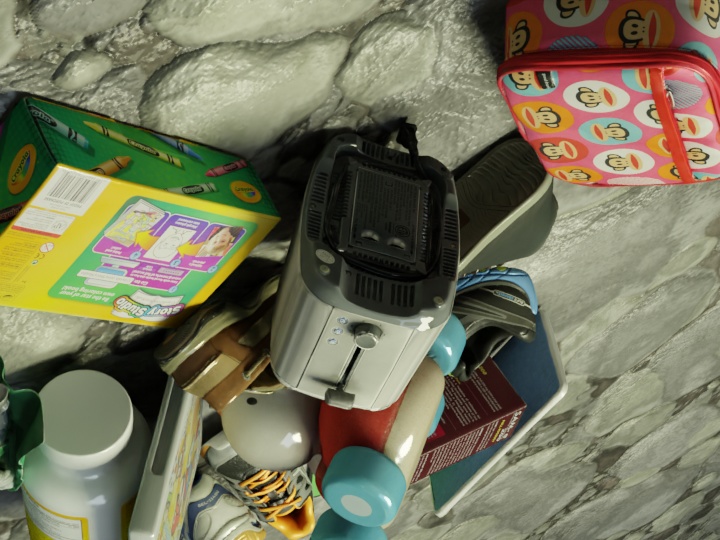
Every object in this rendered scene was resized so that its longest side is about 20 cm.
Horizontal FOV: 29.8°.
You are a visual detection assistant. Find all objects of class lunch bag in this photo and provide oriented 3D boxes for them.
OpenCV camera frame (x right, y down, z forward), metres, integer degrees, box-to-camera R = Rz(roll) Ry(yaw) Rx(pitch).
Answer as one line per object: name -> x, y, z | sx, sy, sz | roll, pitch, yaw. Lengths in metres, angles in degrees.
lunch bag -> 0.199, -0.127, 0.949 | 0.174, 0.083, 0.200 | 1, 161, 22

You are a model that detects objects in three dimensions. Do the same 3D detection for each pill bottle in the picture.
pill bottle -> -0.214, 0.161, 1.060 | 0.103, 0.105, 0.201 | -19, 150, -21

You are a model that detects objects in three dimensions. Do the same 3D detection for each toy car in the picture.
toy car -> -0.042, 0.113, 1.090 | 0.178, 0.198, 0.185 | 103, 10, -49

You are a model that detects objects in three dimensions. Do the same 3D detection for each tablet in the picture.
tablet -> 0.131, 0.142, 1.352 | 0.014, 0.131, 0.200 | 29, 118, -23

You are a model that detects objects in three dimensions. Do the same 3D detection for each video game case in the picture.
video game case -> -0.152, 0.169, 1.076 | 0.023, 0.184, 0.201 | 11, 144, -1

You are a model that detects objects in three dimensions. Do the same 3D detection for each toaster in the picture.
toaster -> 0.000, 0.000, 0.951 | 0.112, 0.201, 0.130 | 15, 134, -10

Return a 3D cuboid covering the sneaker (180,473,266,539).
sneaker -> -0.146, 0.233, 1.286 | 0.075, 0.088, 0.200 | -36, 179, -24

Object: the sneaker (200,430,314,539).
sneaker -> -0.086, 0.193, 1.267 | 0.078, 0.078, 0.200 | -31, 151, 3

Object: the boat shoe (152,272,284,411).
boat shoe -> -0.080, 0.059, 1.007 | 0.076, 0.074, 0.200 | -42, 173, 25

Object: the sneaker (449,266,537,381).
sneaker -> 0.062, 0.060, 1.169 | 0.198, 0.084, 0.071 | -21, 160, 24

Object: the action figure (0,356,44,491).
action figure -> -0.264, 0.111, 0.948 | 0.054, 0.119, 0.200 | -26, 162, -24

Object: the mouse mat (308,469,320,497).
mouse mat -> 0.019, 0.164, 1.397 | 0.159, 0.008, 0.201 | -22, 149, -19

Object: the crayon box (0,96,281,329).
crayon box -> -0.159, -0.029, 0.858 | 0.119, 0.059, 0.199 | -44, 150, 23

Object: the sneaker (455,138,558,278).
sneaker -> 0.081, -0.014, 1.101 | 0.199, 0.075, 0.106 | -34, 152, 3

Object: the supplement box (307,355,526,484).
supplement box -> 0.041, 0.134, 1.248 | 0.198, 0.109, 0.061 | -20, 150, -27
